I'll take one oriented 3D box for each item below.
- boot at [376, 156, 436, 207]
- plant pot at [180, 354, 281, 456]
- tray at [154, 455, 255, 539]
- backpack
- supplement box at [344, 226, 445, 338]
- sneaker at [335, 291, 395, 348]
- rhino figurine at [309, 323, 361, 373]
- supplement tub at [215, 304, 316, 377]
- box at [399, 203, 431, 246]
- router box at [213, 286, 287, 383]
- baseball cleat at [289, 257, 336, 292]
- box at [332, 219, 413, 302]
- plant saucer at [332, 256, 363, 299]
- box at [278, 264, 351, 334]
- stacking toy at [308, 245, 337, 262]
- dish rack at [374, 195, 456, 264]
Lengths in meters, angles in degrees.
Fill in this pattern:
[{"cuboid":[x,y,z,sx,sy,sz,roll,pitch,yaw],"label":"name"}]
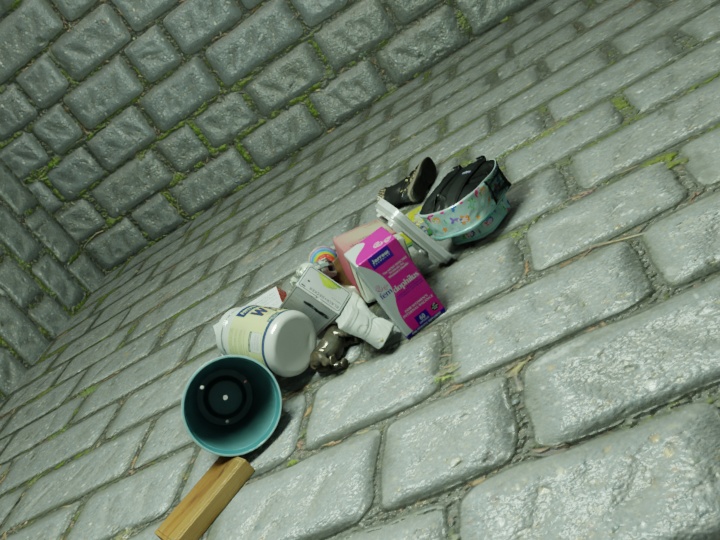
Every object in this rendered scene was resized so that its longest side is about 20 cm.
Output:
[{"cuboid":[0.137,-0.253,2.081,0.150,0.073,0.200,-19,33,38],"label":"boot"},{"cuboid":[-0.281,0.275,1.484,0.200,0.200,0.188,-42,8,-15],"label":"plant pot"},{"cuboid":[-0.303,0.447,1.359,0.099,0.037,0.200,-4,37,53],"label":"tray"},{"cuboid":[0.235,-0.147,1.597,0.177,0.151,0.200,-14,22,45],"label":"backpack"},{"cuboid":[0.070,0.024,1.432,0.101,0.200,0.103,-38,21,-2],"label":"supplement box"},{"cuboid":[0.013,0.112,1.488,0.074,0.115,0.200,-59,8,10],"label":"sneaker"},{"cuboid":[-0.048,0.151,1.546,0.087,0.060,0.200,-15,28,37],"label":"rhino figurine"},{"cuboid":[-0.212,0.152,1.557,0.200,0.145,0.145,5,44,40],"label":"supplement tub"},{"cuboid":[0.178,-0.138,1.812,0.200,0.048,0.117,-31,22,21],"label":"box"},{"cuboid":[-0.245,0.167,1.693,0.200,0.049,0.180,-32,61,13],"label":"router box"},{"cuboid":[-0.113,0.024,1.692,0.106,0.070,0.200,-16,-8,-17],"label":"baseball cleat"},{"cuboid":[0.030,-0.026,1.569,0.128,0.109,0.200,-24,20,-7],"label":"box"},{"cuboid":[0.000,0.000,1.708,0.200,0.037,0.201,-10,42,9],"label":"plant saucer"},{"cuboid":[-0.105,0.071,1.576,0.060,0.117,0.200,-57,4,-25],"label":"box"},{"cuboid":[-0.095,-0.023,1.876,0.085,0.085,0.200,-38,6,-3],"label":"stacking toy"},{"cuboid":[0.116,-0.086,1.606,0.044,0.200,0.172,-50,21,4],"label":"dish rack"}]
